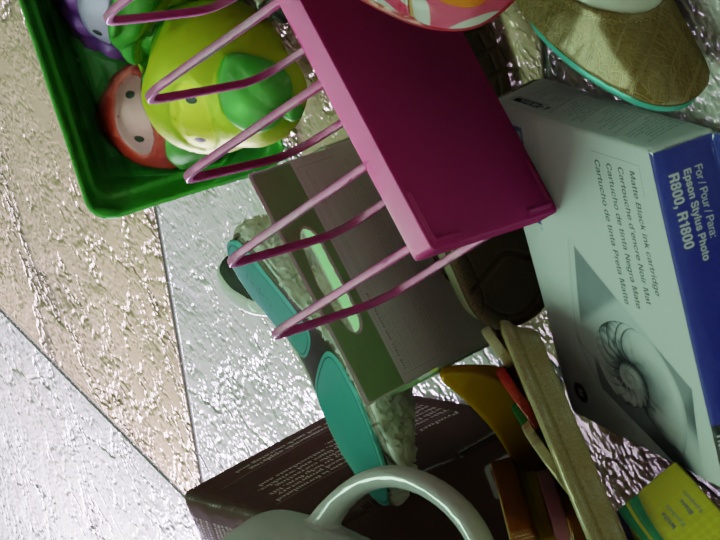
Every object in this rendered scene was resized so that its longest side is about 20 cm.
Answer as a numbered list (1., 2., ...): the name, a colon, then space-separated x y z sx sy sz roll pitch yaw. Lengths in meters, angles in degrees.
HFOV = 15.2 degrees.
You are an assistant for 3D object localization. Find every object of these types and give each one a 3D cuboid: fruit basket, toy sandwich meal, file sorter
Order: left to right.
1. fruit basket: -0.119 -0.126 1.687 0.216 0.155 0.217 163 90 -88
2. file sorter: -0.021 -0.081 1.400 0.125 0.139 0.201 -32 83 30
3. toy sandwich meal: 0.098 0.126 1.477 0.205 0.070 0.206 -23 -90 -87

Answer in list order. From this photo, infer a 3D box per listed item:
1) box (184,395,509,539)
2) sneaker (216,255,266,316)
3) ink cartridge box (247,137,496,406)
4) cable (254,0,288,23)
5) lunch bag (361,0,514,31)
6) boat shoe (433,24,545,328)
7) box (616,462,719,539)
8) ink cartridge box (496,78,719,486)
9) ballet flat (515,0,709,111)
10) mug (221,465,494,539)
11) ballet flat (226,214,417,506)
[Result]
1. box: 0.020 0.188 1.711 0.200 0.165 0.165 7 120 63
2. sneaker: -0.035 -0.023 1.732 0.200 0.071 0.100 10 122 54
3. ink cartridge box: 0.000 0.000 1.540 0.048 0.200 0.146 -29 87 30
4. cable: -0.069 -0.229 1.633 0.097 0.050 0.201 38 -154 -62
5. lunch bag: 0.021 -0.215 1.291 0.199 0.176 0.082 26 147 24
6. boat shoe: 0.048 -0.068 1.510 0.075 0.074 0.203 -140 35 -69
7. box: 0.219 0.203 1.428 0.200 0.048 0.117 47 173 27
8. ink cartridge box: 0.157 0.011 1.404 0.200 0.040 0.201 22 134 56
9. ballet flat: 0.102 -0.157 1.325 0.200 0.068 0.073 49 145 39
10. mug: 0.000 0.202 1.502 0.175 0.147 0.201 40 108 23
11. ballet flat: -0.007 0.042 1.603 0.201 0.071 0.072 58 156 19
